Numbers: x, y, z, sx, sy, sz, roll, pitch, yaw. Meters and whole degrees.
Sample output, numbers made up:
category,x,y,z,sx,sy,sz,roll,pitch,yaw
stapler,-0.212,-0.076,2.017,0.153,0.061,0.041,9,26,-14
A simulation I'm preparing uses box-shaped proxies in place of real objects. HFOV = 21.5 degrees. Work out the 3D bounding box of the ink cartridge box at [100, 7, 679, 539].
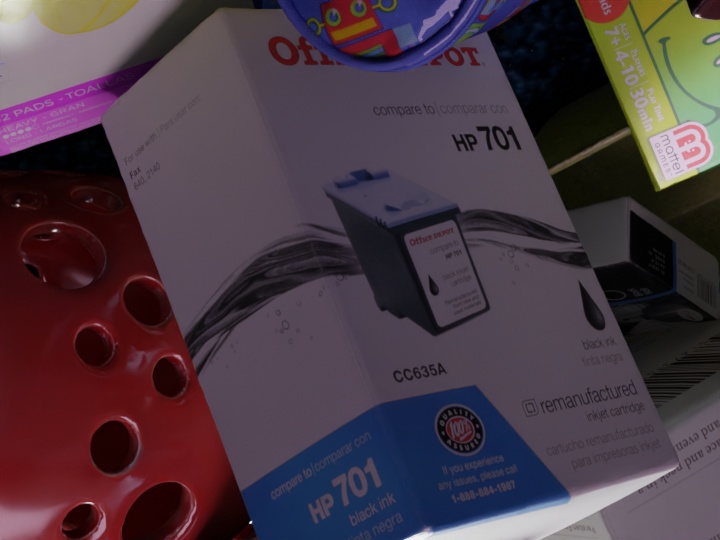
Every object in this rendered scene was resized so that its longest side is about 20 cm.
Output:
category,x,y,z,sx,sy,sz,roll,pitch,yaw
ink cartridge box,0.010,0.008,0.707,0.146,0.201,0.086,-7,160,-45

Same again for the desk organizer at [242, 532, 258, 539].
category,x,y,z,sx,sy,sz,roll,pitch,yaw
desk organizer,-0.024,0.149,0.798,0.072,0.077,0.200,-8,160,-49

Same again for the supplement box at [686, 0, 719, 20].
category,x,y,z,sx,sy,sz,roll,pitch,yaw
supplement box,0.181,-0.147,0.528,0.108,0.061,0.200,6,143,-27

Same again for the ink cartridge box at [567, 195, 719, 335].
category,x,y,z,sx,sy,sz,roll,pitch,yaw
ink cartridge box,0.074,0.012,0.977,0.199,0.039,0.099,-12,156,35

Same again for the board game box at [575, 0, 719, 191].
category,x,y,z,sx,sy,sz,roll,pitch,yaw
board game box,0.199,-0.124,0.820,0.199,0.048,0.102,-23,112,9

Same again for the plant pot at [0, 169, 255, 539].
category,x,y,z,sx,sy,sz,roll,pitch,yaw
plant pot,-0.116,0.053,0.844,0.182,0.201,0.201,-6,149,-26

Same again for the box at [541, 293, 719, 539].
category,x,y,z,sx,sy,sz,roll,pitch,yaw
box,0.163,0.107,0.939,0.198,0.131,0.200,-27,-173,-22

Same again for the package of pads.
category,x,y,z,sx,sy,sz,roll,pitch,yaw
package of pads,-0.103,-0.119,0.684,0.199,0.068,0.155,-19,153,0

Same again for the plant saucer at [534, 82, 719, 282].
category,x,y,z,sx,sy,sz,roll,pitch,yaw
plant saucer,0.190,-0.067,0.968,0.199,0.048,0.200,-28,150,17

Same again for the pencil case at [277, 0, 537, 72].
category,x,y,z,sx,sy,sz,roll,pitch,yaw
pencil case,0.031,-0.126,0.659,0.078,0.087,0.200,-34,-177,24
